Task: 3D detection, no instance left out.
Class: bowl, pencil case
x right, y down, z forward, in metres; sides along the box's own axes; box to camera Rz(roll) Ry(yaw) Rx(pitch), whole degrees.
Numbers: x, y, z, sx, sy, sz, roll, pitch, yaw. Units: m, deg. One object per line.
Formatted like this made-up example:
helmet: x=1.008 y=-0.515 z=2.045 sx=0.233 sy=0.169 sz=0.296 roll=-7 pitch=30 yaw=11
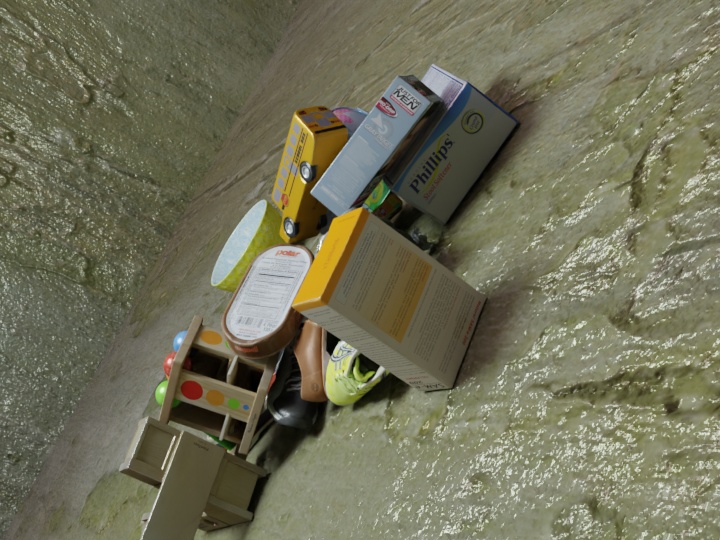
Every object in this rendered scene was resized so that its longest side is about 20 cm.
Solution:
bowl: x=-0.203 y=-0.030 z=2.016 sx=0.200 sy=0.107 sz=0.201 roll=-48 pitch=21 yaw=25
pencil case: x=-0.029 y=-0.149 z=1.539 sx=0.090 sy=0.083 sz=0.201 roll=-23 pitch=-41 yaw=-38

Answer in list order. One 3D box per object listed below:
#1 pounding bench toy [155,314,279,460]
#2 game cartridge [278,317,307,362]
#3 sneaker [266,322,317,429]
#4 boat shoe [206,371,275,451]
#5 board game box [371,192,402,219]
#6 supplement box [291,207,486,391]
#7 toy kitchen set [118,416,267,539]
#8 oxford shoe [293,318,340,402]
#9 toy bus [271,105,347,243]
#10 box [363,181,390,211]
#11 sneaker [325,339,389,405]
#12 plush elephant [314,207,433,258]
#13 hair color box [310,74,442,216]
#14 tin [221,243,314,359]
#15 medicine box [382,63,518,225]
pounding bench toy: x=-0.224 y=0.195 z=1.490 sx=0.124 sy=0.155 sz=0.201 roll=-77 pitch=5 yaw=-61
game cartridge: x=-0.133 y=0.078 z=1.626 sx=0.201 sy=0.133 sz=0.041 roll=-57 pitch=30 yaw=-2
sneaker: x=-0.093 y=0.139 z=1.472 sx=0.200 sy=0.074 sz=0.116 roll=-105 pitch=26 yaw=-66
boat shoe: x=-0.168 y=0.215 z=1.611 sx=0.200 sy=0.062 sz=0.071 roll=-51 pitch=18 yaw=15
board game box: x=-0.014 y=-0.042 z=1.567 sx=0.200 sy=0.030 sz=0.096 roll=-45 pitch=-3 yaw=0
supplement box: x=0.036 y=0.037 z=1.163 sx=0.073 sy=0.200 sz=0.127 roll=-18 pitch=42 yaw=57
toy kitchen set: x=-0.281 y=0.343 z=1.477 sx=0.180 sy=0.199 sz=0.164 roll=-30 pitch=36 yaw=54
oxford shoe: x=-0.064 y=0.088 z=1.421 sx=0.071 sy=0.071 sz=0.201 roll=-10 pitch=66 yaw=22
toy bus: x=-0.079 y=-0.137 z=1.478 sx=0.078 sy=0.065 sz=0.201 roll=47 pitch=137 yaw=28
box: x=-0.007 y=-0.121 z=1.766 sx=0.118 sy=0.048 sz=0.200 roll=-58 pitch=20 yaw=0
sneaker: x=-0.004 y=0.120 z=1.279 sx=0.076 sy=0.075 sz=0.200 roll=-50 pitch=-4 yaw=-43
plush elephant: x=0.005 y=0.009 z=1.363 sx=0.154 sy=0.165 sz=0.200 roll=-33 pitch=-2 yaw=24
hair color box: x=0.023 y=-0.171 z=1.375 sx=0.200 sy=0.061 sz=0.099 roll=-52 pitch=-4 yaw=18
tin: x=-0.129 y=0.040 z=1.468 sx=0.111 sy=0.042 sz=0.201 roll=8 pitch=51 yaw=20
medicine box: x=0.115 y=-0.189 z=1.477 sx=0.183 sy=0.103 sz=0.200 roll=-55 pitch=19 yaw=10
